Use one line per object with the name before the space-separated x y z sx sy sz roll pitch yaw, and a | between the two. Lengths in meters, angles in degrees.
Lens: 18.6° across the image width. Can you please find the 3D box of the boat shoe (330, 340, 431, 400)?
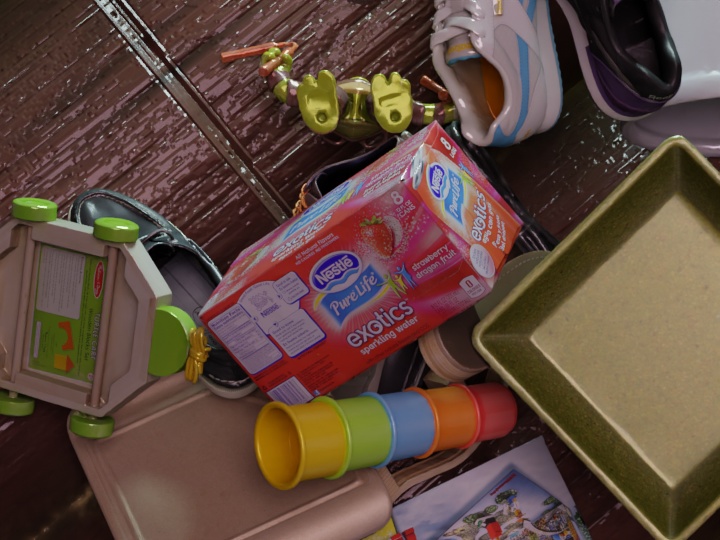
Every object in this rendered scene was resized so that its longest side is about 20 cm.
boat shoe | 0.021 0.062 1.627 0.063 0.072 0.201 41 66 -43

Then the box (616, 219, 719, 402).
box | 0.290 0.051 1.511 0.200 0.032 0.121 40 95 5

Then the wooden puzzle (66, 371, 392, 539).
wooden puzzle | -0.095 0.142 1.563 0.184 0.037 0.200 -24 50 -9

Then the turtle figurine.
turtle figurine | -0.013 -0.123 1.608 0.199 0.161 0.065 14 96 0

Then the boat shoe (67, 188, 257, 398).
boat shoe | -0.142 0.005 1.584 0.074 0.066 0.200 -34 71 -13

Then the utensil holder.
utensil holder | 0.276 -0.202 1.643 0.169 0.170 0.201 1 77 -7

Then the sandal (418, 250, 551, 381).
sandal | 0.094 0.042 1.568 0.211 0.070 0.078 -17 78 -51

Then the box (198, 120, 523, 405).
box | 0.000 0.000 1.496 0.100 0.200 0.096 48 33 -13

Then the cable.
cable | 0.103 -0.037 1.658 0.200 0.050 0.097 41 37 -15

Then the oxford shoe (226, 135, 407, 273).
oxford shoe | -0.029 -0.037 1.582 0.199 0.073 0.072 -31 40 22

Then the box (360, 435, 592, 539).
box | 0.075 0.221 1.578 0.199 0.038 0.137 -23 83 -26

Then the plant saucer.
plant saucer | 0.211 0.048 1.482 0.200 0.048 0.200 -44 83 6

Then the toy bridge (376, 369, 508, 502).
toy bridge | 0.071 0.098 1.614 0.200 0.027 0.067 -49 127 -26

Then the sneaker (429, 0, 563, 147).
sneaker | 0.087 -0.188 1.575 0.081 0.076 0.201 -25 101 -49

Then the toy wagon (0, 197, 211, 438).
toy wagon | -0.189 0.038 1.555 0.199 0.040 0.156 13 103 22

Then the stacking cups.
stacking cups | 0.024 0.112 1.522 0.199 0.060 0.061 -3 79 -36

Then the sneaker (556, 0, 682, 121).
sneaker | 0.169 -0.205 1.521 0.075 0.088 0.201 -29 89 -12
